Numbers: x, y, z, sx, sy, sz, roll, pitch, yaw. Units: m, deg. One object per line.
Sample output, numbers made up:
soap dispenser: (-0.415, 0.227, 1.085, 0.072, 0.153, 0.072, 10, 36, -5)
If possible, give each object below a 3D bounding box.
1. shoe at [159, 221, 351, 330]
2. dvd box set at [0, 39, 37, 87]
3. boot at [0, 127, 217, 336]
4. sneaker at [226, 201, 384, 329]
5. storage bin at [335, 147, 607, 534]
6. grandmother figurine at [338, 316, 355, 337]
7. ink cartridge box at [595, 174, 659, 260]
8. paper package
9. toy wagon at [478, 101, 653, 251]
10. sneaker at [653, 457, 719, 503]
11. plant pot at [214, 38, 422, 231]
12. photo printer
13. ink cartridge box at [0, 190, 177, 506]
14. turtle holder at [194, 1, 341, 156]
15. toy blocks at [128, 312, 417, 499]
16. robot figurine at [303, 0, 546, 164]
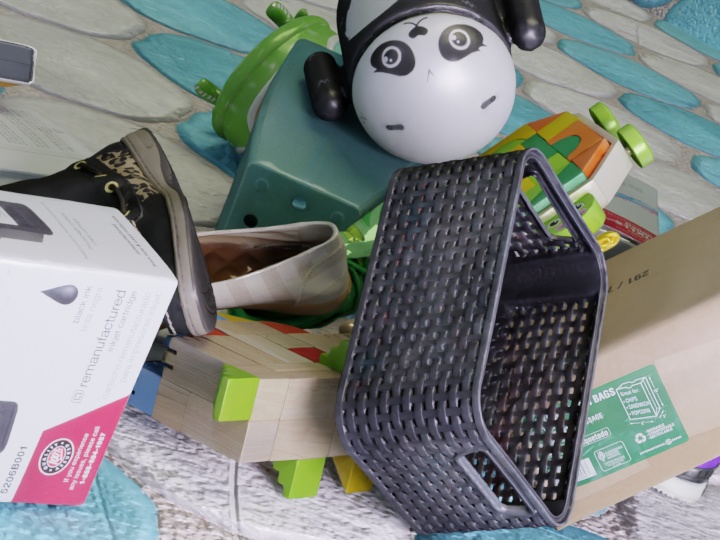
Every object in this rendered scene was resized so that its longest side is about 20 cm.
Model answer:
shoe: (-0.106, -0.003, 1.255, 0.200, 0.053, 0.070, -4, 52, -4)
dvd box set: (-0.343, -0.148, 1.384, 0.146, 0.029, 0.200, 7, -5, -45)
boot: (-0.173, -0.008, 1.183, 0.151, 0.073, 0.200, -17, 37, -8)
sneaker: (0.000, 0.000, 1.329, 0.074, 0.200, 0.084, 62, 17, -13)
storage bin: (0.070, 0.042, 1.168, 0.094, 0.200, 0.135, -8, -40, 28)
grandmother figurine: (0.043, 0.036, 1.399, 0.121, 0.061, 0.200, 1, 16, 25)
ink cartridge box: (0.165, 0.005, 1.520, 0.083, 0.146, 0.200, 24, 18, 1)
paper package: (0.193, 0.056, 1.304, 0.104, 0.200, 0.191, 62, 12, -13)
toy wagon: (0.130, -0.053, 1.390, 0.040, 0.155, 0.200, 55, 1, -20)
sneaker: (0.253, 0.093, 1.451, 0.070, 0.100, 0.200, 26, 19, 3)
plant pot: (-0.032, -0.062, 1.499, 0.141, 0.141, 0.200, 24, 26, 4)
photo printer: (-0.267, -0.070, 1.335, 0.200, 0.069, 0.166, 6, 21, -41)
ink cartridge box: (-0.214, 0.035, 0.983, 0.200, 0.145, 0.083, 8, 26, -40)
turtle holder: (-0.052, -0.137, 1.726, 0.132, 0.141, 0.186, 42, -18, 11)
toy blocks: (-0.063, 0.065, 1.196, 0.137, 0.100, 0.200, 22, 13, 38)
robot figurine: (0.046, -0.166, 1.459, 0.125, 0.150, 0.200, 23, 31, -22)
